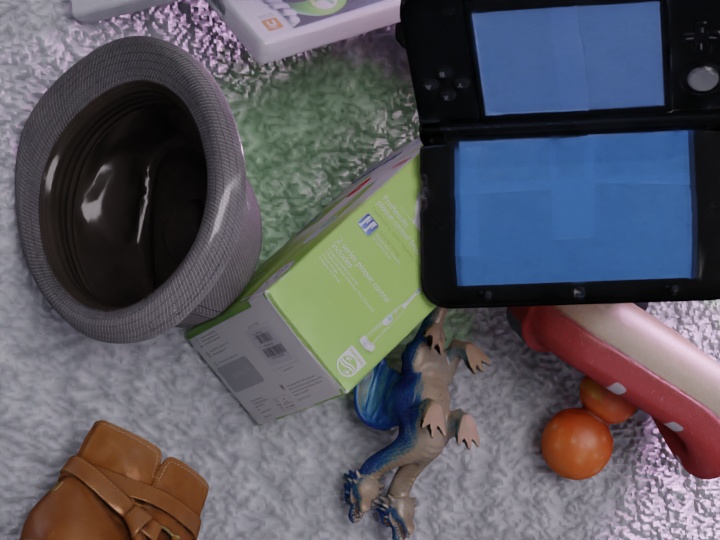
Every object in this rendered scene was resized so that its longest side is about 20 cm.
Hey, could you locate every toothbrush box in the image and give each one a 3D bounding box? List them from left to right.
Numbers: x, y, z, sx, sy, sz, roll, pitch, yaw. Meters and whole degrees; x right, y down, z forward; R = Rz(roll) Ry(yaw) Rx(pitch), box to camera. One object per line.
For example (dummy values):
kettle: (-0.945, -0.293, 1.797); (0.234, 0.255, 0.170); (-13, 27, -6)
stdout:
toothbrush box: (0.000, 0.000, 1.215); (0.200, 0.145, 0.086); (-42, 97, -27)

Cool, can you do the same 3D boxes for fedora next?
fedora: (-0.129, -0.041, 1.175); (0.090, 0.177, 0.201); (27, 29, -53)

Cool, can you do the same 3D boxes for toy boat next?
toy boat: (0.178, 0.092, 1.311); (0.199, 0.131, 0.131); (32, 96, -15)

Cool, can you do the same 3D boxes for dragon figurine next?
dragon figurine: (0.034, 0.081, 1.249); (0.059, 0.099, 0.201); (19, 64, -35)

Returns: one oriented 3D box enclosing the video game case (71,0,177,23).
video game case: (-0.109, -0.272, 1.212); (0.023, 0.199, 0.184); (18, 65, -61)

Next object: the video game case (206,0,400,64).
video game case: (-0.032, -0.230, 1.273); (0.199, 0.023, 0.182); (-21, 55, -29)

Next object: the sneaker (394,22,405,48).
sneaker: (0.092, -0.200, 1.350); (0.200, 0.090, 0.067); (-38, 137, -48)

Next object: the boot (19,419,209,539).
boot: (-0.125, 0.202, 1.150); (0.200, 0.073, 0.155); (45, 47, -27)

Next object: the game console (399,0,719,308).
game console: (0.127, -0.078, 1.100); (0.199, 0.173, 0.119); (-2, 49, 10)

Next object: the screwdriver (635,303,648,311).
screwdriver: (0.134, -0.021, 1.348); (0.199, 0.029, 0.028); (34, 65, -21)
